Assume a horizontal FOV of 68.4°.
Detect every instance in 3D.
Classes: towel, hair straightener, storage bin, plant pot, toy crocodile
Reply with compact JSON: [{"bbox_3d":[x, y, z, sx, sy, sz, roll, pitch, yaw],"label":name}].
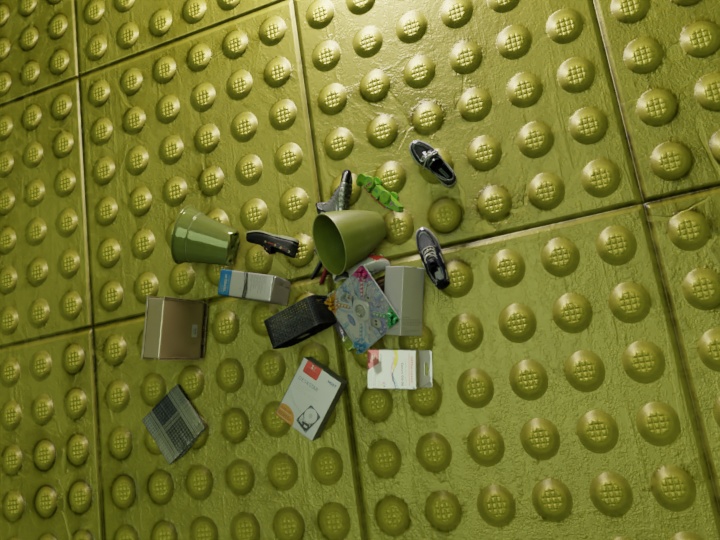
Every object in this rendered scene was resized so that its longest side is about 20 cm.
[{"bbox_3d":[-0.643,0.534,1.835,0.192,0.034,0.201,-43,71,4],"label":"towel"},{"bbox_3d":[-0.122,-0.060,1.730,0.075,0.041,0.206,25,105,13],"label":"hair straightener"},{"bbox_3d":[-0.191,0.164,1.681,0.196,0.134,0.096,-29,77,18],"label":"storage bin"},{"bbox_3d":[-0.518,-0.099,1.812,0.183,0.200,0.207,14,86,6],"label":"plant pot"},{"bbox_3d":[-0.620,0.197,1.786,0.091,0.196,0.208,-3,81,32],"label":"storage bin"},{"bbox_3d":[-0.032,0.140,1.707,0.141,0.023,0.204,-31,75,9],"label":"towel"},{"bbox_3d":[0.062,-0.249,1.710,0.200,0.067,0.063,44,114,19],"label":"toy crocodile"},{"bbox_3d":[-0.021,-0.111,1.645,0.196,0.188,0.190,-22,72,-31],"label":"plant pot"}]

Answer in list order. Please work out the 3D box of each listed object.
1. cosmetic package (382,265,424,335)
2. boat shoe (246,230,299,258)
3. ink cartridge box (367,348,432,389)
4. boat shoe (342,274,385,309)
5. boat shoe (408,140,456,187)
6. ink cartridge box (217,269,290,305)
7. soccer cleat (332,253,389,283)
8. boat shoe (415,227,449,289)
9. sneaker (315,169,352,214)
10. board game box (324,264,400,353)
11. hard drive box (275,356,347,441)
[{"bbox_3d":[0.132,0.092,1.604,0.083,0.105,0.208,-2,83,47],"label":"cosmetic package"},{"bbox_3d":[-0.304,-0.090,1.792,0.194,0.074,0.065,13,78,13],"label":"boat shoe"},{"bbox_3d":[0.120,0.300,1.616,0.193,0.067,0.121,-3,82,16],"label":"ink cartridge box"},{"bbox_3d":[0.041,0.070,1.667,0.195,0.070,0.072,-25,95,-1],"label":"boat shoe"},{"bbox_3d":[0.224,-0.345,1.673,0.073,0.068,0.201,-40,74,7],"label":"boat shoe"},{"bbox_3d":[-0.348,0.057,1.747,0.193,0.146,0.088,7,83,17],"label":"ink cartridge box"},{"bbox_3d":[0.000,0.000,1.682,0.193,0.070,0.087,-4,49,19],"label":"soccer cleat"},{"bbox_3d":[0.218,-0.046,1.621,0.073,0.093,0.205,-26,76,11],"label":"boat shoe"},{"bbox_3d":[-0.095,-0.237,1.752,0.112,0.075,0.208,8,86,19],"label":"sneaker"},{"bbox_3d":[-0.001,0.122,1.598,0.200,0.026,0.203,-43,77,35],"label":"board game box"},{"bbox_3d":[-0.156,0.403,1.680,0.153,0.077,0.205,28,90,17],"label":"hard drive box"}]
